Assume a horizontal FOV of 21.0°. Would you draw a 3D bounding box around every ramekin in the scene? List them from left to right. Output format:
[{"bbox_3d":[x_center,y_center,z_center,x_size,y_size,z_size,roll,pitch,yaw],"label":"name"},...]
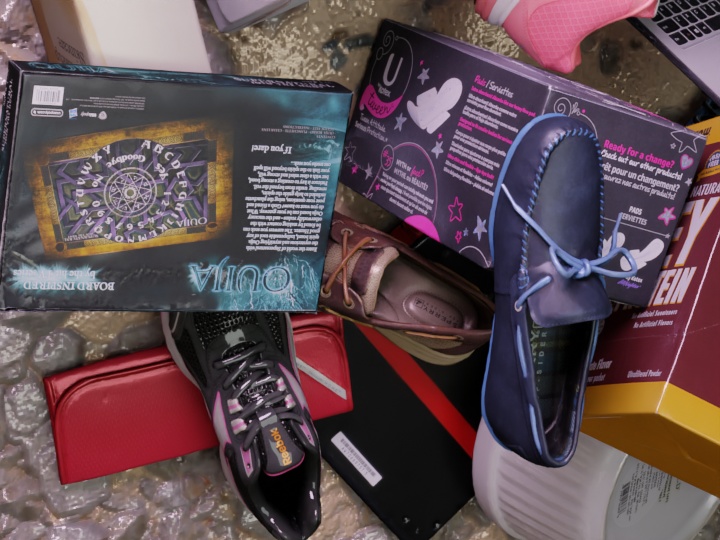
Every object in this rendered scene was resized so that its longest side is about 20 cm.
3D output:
[{"bbox_3d":[0.182,0.118,1.351,0.199,0.105,0.202,-28,134,-33],"label":"ramekin"}]

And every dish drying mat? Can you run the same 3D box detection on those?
[{"bbox_3d":[-0.101,0.080,1.247,0.198,0.018,0.078,-14,114,-18],"label":"dish drying mat"}]

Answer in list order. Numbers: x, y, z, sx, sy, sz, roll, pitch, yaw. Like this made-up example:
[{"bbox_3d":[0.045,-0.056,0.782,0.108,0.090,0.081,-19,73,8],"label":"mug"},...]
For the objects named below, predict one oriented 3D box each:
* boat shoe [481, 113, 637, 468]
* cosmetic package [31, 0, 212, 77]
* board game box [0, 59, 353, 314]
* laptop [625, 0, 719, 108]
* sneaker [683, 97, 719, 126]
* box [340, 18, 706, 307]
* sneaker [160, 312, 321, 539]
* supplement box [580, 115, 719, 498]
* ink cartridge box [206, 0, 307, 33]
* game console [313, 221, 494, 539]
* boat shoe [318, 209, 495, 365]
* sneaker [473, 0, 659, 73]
[{"bbox_3d":[0.117,0.014,1.092,0.083,0.069,0.202,-12,115,-24],"label":"boat shoe"},{"bbox_3d":[-0.139,-0.140,1.111,0.071,0.105,0.202,-22,115,-19],"label":"cosmetic package"},{"bbox_3d":[-0.106,-0.043,1.087,0.198,0.028,0.137,1,108,-28],"label":"board game box"},{"bbox_3d":[0.241,-0.227,1.257,0.187,0.200,0.116,-25,155,-46],"label":"laptop"},{"bbox_3d":[0.246,-0.081,1.369,0.089,0.078,0.202,23,95,-30],"label":"sneaker"},{"bbox_3d":[0.095,-0.071,1.210,0.131,0.200,0.116,13,102,-32],"label":"box"},{"bbox_3d":[-0.059,0.084,1.203,0.080,0.086,0.201,-26,123,-8],"label":"sneaker"},{"bbox_3d":[0.261,0.037,1.222,0.196,0.133,0.202,26,76,-17],"label":"supplement box"},{"bbox_3d":[-0.006,-0.244,1.104,0.199,0.144,0.146,-27,98,-18],"label":"ink cartridge box"},{"bbox_3d":[0.044,0.074,1.340,0.177,0.031,0.200,-43,122,-3],"label":"game console"},{"bbox_3d":[0.000,0.000,1.231,0.199,0.072,0.073,28,73,-14],"label":"boat shoe"},{"bbox_3d":[0.163,-0.199,1.164,0.087,0.074,0.200,47,115,-1],"label":"sneaker"}]
